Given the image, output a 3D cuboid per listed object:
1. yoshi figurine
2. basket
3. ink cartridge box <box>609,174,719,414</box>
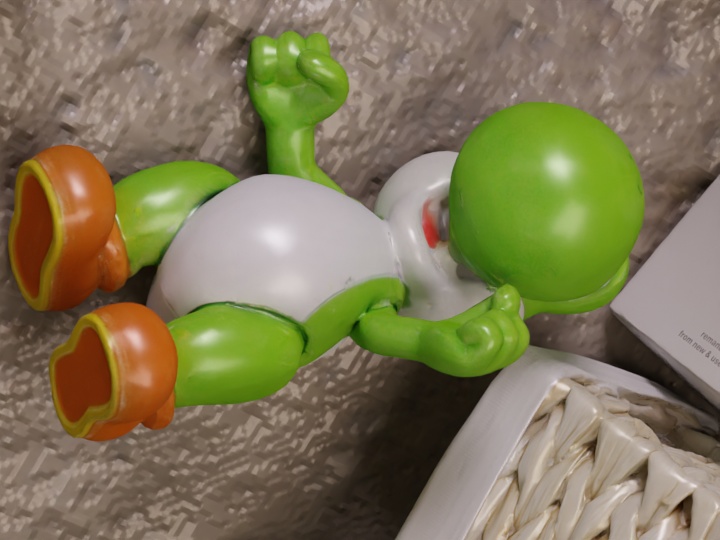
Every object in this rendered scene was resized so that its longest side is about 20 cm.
[{"bbox_3d":[0.003,-0.012,0.788,0.199,0.112,0.113,-8,108,-27],"label":"yoshi figurine"},{"bbox_3d":[0.073,0.145,0.853,0.201,0.123,0.135,-60,150,7],"label":"basket"},{"bbox_3d":[0.212,-0.007,0.882,0.200,0.125,0.128,-50,124,0],"label":"ink cartridge box"}]
